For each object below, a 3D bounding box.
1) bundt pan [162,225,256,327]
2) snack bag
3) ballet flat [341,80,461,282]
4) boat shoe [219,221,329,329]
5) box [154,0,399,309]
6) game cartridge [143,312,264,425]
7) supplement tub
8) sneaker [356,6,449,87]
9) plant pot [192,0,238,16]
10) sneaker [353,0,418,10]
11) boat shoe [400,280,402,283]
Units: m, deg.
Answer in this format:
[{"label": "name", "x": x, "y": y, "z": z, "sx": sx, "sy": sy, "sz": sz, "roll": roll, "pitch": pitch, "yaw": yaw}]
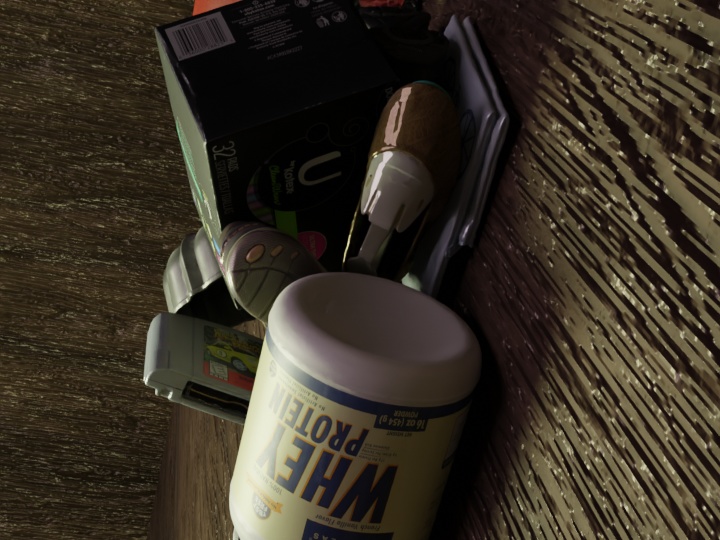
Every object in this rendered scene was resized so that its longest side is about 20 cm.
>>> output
[{"label": "bundt pan", "x": -0.130, "y": -0.009, "z": 1.249, "sx": 0.077, "sy": 0.199, "sz": 0.202, "roll": 65, "pitch": 156, "yaw": 16}, {"label": "snack bag", "x": 0.063, "y": -0.069, "z": 0.860, "sx": 0.190, "sy": 0.021, "sz": 0.203, "roll": -100, "pitch": 22, "yaw": -58}, {"label": "ballet flat", "x": 0.020, "y": -0.041, "z": 0.797, "sx": 0.073, "sy": 0.067, "sz": 0.201, "roll": -58, "pitch": -6, "yaw": -37}, {"label": "boat shoe", "x": -0.034, "y": 0.030, "z": 0.834, "sx": 0.074, "sy": 0.201, "sz": 0.073, "roll": -38, "pitch": 37, "yaw": -3}, {"label": "box", "x": -0.058, "y": -0.093, "z": 0.859, "sx": 0.201, "sy": 0.146, "sz": 0.125, "roll": 87, "pitch": 160, "yaw": -54}, {"label": "game cartridge", "x": -0.125, "y": 0.108, "z": 1.163, "sx": 0.041, "sy": 0.197, "sz": 0.133, "roll": -63, "pitch": 18, "yaw": 16}, {"label": "supplement tub", "x": -0.009, "y": 0.120, "z": 0.758, "sx": 0.145, "sy": 0.142, "sz": 0.203, "roll": -108, "pitch": 30, "yaw": -65}, {"label": "sneaker", "x": 0.023, "y": -0.161, "z": 0.913, "sx": 0.201, "sy": 0.074, "sz": 0.092, "roll": -96, "pitch": 9, "yaw": -66}, {"label": "plant pot", "x": -0.057, "y": -0.340, "z": 1.240, "sx": 0.176, "sy": 0.197, "sz": 0.204, "roll": -151, "pitch": 71, "yaw": -65}, {"label": "sneaker", "x": 0.010, "y": -0.204, "z": 1.069, "sx": 0.096, "sy": 0.078, "sz": 0.202, "roll": 109, "pitch": 164, "yaw": -44}, {"label": "boat shoe", "x": 0.000, "y": 0.000, "z": 1.041, "sx": 0.200, "sy": 0.056, "sz": 0.068, "roll": -117, "pitch": 27, "yaw": -77}]
